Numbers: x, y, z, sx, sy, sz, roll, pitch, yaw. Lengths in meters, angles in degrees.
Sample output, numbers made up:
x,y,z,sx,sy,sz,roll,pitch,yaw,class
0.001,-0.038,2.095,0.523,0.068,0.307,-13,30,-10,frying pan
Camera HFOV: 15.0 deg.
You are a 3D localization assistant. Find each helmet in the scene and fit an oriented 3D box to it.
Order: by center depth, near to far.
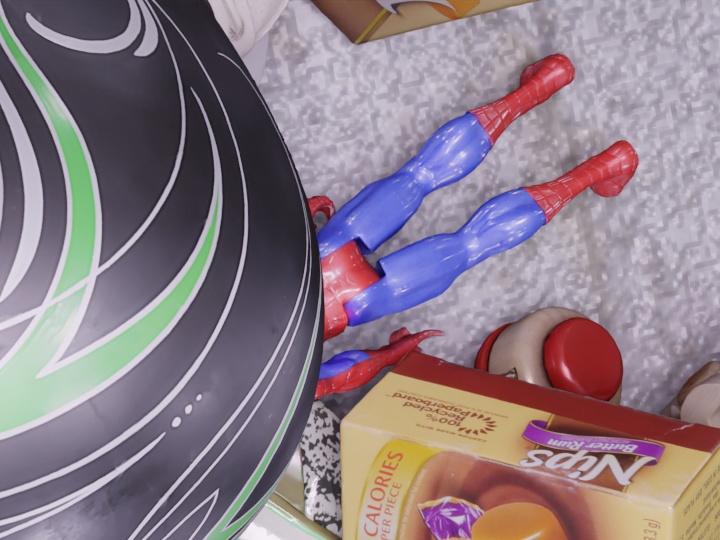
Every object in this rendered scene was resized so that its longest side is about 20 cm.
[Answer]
x,y,z,sx,sy,sz,roll,pitch,yaw,class
-0.109,0.016,0.770,0.198,0.200,0.192,-2,68,-10,helmet

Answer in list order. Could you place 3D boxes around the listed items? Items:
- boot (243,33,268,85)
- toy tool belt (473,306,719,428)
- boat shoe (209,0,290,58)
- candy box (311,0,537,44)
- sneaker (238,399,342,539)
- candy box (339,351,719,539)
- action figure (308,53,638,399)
x,y,z,sx,sy,sz,roll,pitch,yaw,class
-0.122,-0.113,0.888,0.200,0.095,0.074,40,55,-40,boot
0.145,0.068,0.923,0.200,0.123,0.125,40,52,-14,toy tool belt
-0.087,-0.130,0.806,0.200,0.071,0.070,49,62,-41,boat shoe
0.007,-0.134,0.837,0.055,0.200,0.115,-46,103,-13,candy box
-0.058,0.034,0.924,0.200,0.077,0.089,41,76,-18,sneaker
0.056,0.136,0.898,0.116,0.056,0.201,14,120,25,candy box
0.000,0.000,0.903,0.199,0.052,0.066,-32,87,-27,action figure
